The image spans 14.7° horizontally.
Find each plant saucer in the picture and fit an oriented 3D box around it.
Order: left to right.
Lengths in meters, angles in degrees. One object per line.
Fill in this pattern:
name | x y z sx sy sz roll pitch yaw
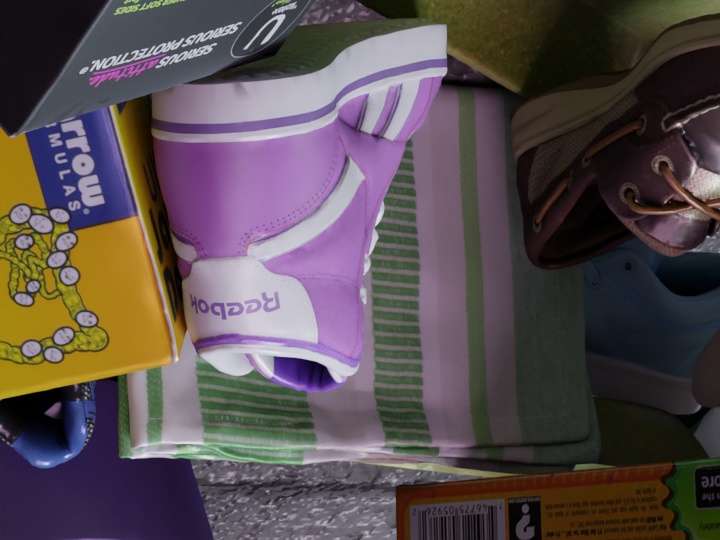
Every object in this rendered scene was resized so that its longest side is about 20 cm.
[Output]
plant saucer | 0.055 0.069 1.189 0.199 0.031 0.200 6 173 1
plant saucer | 0.125 -0.103 0.993 0.199 0.048 0.200 -5 162 36

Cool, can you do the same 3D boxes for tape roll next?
tape roll | -0.160 0.133 1.183 0.200 0.085 0.200 -14 147 -9

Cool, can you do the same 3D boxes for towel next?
towel | 0.000 0.000 1.049 0.200 0.153 0.023 3 168 -29

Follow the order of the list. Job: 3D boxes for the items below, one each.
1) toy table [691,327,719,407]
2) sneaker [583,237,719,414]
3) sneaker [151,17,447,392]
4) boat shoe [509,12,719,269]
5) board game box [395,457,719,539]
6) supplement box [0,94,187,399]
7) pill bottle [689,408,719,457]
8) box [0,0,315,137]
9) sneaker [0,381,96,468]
toy table | 0.217 -0.009 1.104 0.200 0.117 0.184 -3 -168 35
sneaker | 0.080 0.002 1.169 0.200 0.074 0.082 10 113 -38
sneaker | -0.019 -0.023 0.930 0.072 0.115 0.200 -2 -167 20
boat shoe | 0.118 -0.039 1.000 0.072 0.072 0.200 15 163 -30
board game box | 0.154 0.177 1.063 0.200 0.200 0.200 7 169 -44
supplement box | -0.160 -0.017 0.901 0.199 0.109 0.110 -12 108 7
pill bottle | 0.156 0.159 1.369 0.113 0.113 0.200 12 133 -38
box | -0.055 -0.163 0.764 0.124 0.149 0.200 -22 157 -51
sneaker | -0.149 0.010 1.036 0.075 0.079 0.200 -31 144 13
